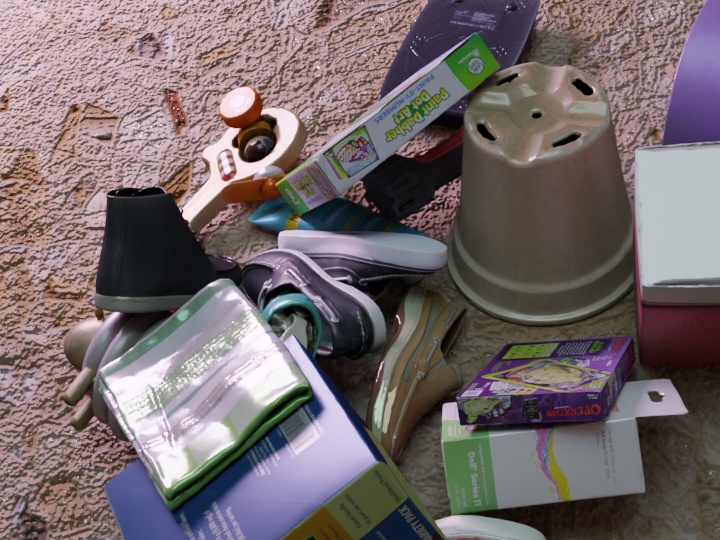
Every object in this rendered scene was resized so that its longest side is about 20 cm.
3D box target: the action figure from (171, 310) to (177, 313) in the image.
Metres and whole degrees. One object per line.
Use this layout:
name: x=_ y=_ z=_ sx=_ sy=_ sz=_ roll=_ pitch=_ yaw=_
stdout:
action figure: x=-0.138 y=0.055 z=1.460 sx=0.199 sy=0.065 sz=0.052 roll=22 pitch=77 yaw=26

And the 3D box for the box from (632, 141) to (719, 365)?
box: x=0.290 y=-0.010 z=1.322 sx=0.108 sy=0.200 sz=0.129 roll=-2 pitch=67 yaw=9

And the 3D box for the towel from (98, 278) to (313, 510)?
towel: x=-0.130 y=0.090 z=1.239 sx=0.149 sy=0.031 sz=0.200 roll=-41 pitch=33 yaw=-3

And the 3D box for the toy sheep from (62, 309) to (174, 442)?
toy sheep: x=-0.181 y=0.101 z=1.385 sx=0.199 sy=0.138 sz=0.138 roll=28 pitch=57 yaw=13

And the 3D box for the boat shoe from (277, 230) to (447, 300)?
boat shoe: x=0.000 y=0.000 z=1.453 sx=0.199 sy=0.069 sz=0.071 roll=4 pitch=9 yaw=39

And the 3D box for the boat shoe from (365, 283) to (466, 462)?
boat shoe: x=0.055 y=0.094 z=1.386 sx=0.075 sy=0.072 sz=0.201 roll=13 pitch=50 yaw=7

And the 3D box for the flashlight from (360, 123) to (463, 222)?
flashlight: x=0.086 y=-0.123 z=1.537 sx=0.199 sy=0.069 sz=0.067 roll=-31 pitch=20 yaw=-26

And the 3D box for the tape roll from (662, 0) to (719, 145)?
tape roll: x=0.359 y=-0.159 z=1.465 sx=0.084 sy=0.201 sz=0.201 roll=17 pitch=53 yaw=24

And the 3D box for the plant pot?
plant pot: x=0.170 y=-0.085 z=1.445 sx=0.198 sy=0.184 sz=0.202 roll=-6 pitch=46 yaw=6

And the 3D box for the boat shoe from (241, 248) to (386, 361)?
boat shoe: x=-0.060 y=0.030 z=1.430 sx=0.060 sy=0.076 sz=0.199 roll=-14 pitch=21 yaw=-37

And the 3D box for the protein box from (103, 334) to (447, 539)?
protein box: x=-0.066 y=0.197 z=1.199 sx=0.199 sy=0.135 sz=0.199 roll=-38 pitch=34 yaw=-1

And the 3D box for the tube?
tube: x=-0.017 y=-0.043 z=1.543 sx=0.199 sy=0.051 sz=0.077 roll=23 pitch=49 yaw=35

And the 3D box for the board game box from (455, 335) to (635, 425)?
board game box: x=0.161 y=0.092 z=1.303 sx=0.119 sy=0.033 sz=0.200 roll=-9 pitch=7 yaw=19

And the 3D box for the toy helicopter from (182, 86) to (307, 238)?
toy helicopter: x=-0.130 y=-0.087 z=1.587 sx=0.200 sy=0.079 sz=0.132 roll=-47 pitch=48 yaw=-12

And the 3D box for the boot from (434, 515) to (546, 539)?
boot: x=0.053 y=0.273 z=1.219 sx=0.198 sy=0.073 sz=0.145 roll=-8 pitch=47 yaw=15

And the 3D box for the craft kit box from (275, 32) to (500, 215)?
craft kit box: x=0.021 y=-0.136 z=1.471 sx=0.197 sy=0.200 sz=0.049 roll=-36 pitch=95 yaw=-12

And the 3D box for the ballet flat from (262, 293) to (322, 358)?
ballet flat: x=-0.085 y=0.110 z=1.316 sx=0.067 sy=0.070 sz=0.202 roll=22 pitch=76 yaw=-8

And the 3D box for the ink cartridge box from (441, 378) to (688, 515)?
ink cartridge box: x=0.169 y=0.144 z=1.279 sx=0.198 sy=0.068 sz=0.117 roll=-7 pitch=10 yaw=5

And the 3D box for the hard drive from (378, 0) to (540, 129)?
hard drive: x=0.112 y=-0.233 z=1.689 sx=0.134 sy=0.043 sz=0.201 roll=12 pitch=52 yaw=21

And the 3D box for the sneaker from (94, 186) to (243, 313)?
sneaker: x=-0.164 y=-0.024 z=1.401 sx=0.074 sy=0.107 sz=0.200 roll=8 pitch=8 yaw=24
